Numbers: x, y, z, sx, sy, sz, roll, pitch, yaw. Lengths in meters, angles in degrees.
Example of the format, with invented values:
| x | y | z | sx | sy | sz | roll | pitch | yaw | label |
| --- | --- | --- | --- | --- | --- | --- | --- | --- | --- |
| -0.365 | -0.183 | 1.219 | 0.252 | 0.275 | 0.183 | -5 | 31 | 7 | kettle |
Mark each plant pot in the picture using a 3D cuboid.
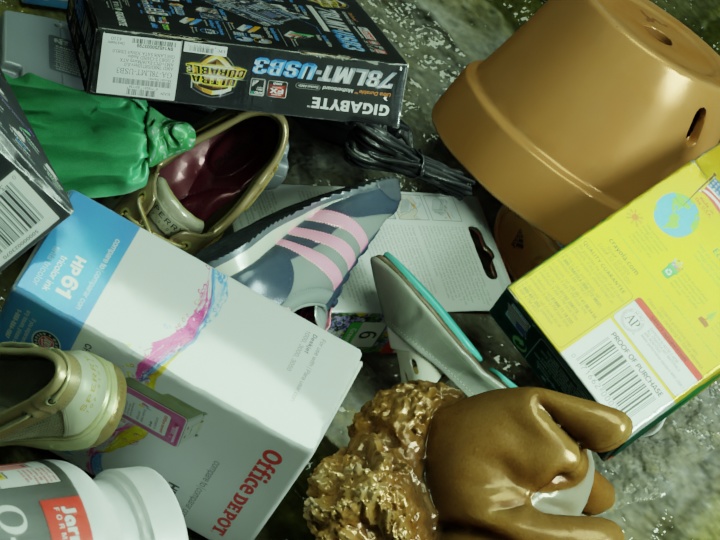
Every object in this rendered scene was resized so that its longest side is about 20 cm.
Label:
| x | y | z | sx | sy | sz | roll | pitch | yaw | label |
| --- | --- | --- | --- | --- | --- | --- | --- | --- | --- |
| 0.169 | -0.111 | 1.933 | 0.200 | 0.140 | 0.200 | 30 | 21 | -13 | plant pot |

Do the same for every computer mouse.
| x | y | z | sx | sy | sz | roll | pitch | yaw | label |
| --- | --- | --- | --- | --- | --- | --- | --- | --- | --- |
| -0.022 | -0.106 | 1.891 | 0.200 | 0.046 | 0.140 | 42 | 13 | 37 | computer mouse |

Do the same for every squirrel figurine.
| x | y | z | sx | sy | sz | roll | pitch | yaw | label |
| --- | --- | --- | --- | --- | --- | --- | --- | --- | --- |
| 0.059 | 0.168 | 1.685 | 0.199 | 0.142 | 0.187 | 18 | 67 | 0 | squirrel figurine |

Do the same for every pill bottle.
| x | y | z | sx | sy | sz | roll | pitch | yaw | label |
| --- | --- | --- | --- | --- | --- | --- | --- | --- | --- |
| -0.204 | 0.167 | 1.551 | 0.199 | 0.116 | 0.116 | -6 | 56 | -32 | pill bottle |

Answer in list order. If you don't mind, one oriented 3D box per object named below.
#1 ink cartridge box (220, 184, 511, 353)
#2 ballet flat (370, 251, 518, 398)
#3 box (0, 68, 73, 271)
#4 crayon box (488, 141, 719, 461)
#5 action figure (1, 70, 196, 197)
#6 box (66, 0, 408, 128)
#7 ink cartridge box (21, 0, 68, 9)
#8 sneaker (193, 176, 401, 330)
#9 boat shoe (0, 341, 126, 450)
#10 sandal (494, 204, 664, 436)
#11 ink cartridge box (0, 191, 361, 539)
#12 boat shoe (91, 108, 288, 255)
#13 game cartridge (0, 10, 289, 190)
| x | y | z | sx | sy | sz | roll | pitch | yaw | label |
| --- | --- | --- | --- | --- | --- | --- | --- | --- | --- |
| 0.000 | 0.000 | 1.857 | 0.199 | 0.050 | 0.109 | 2 | 51 | -29 | ink cartridge box |
| 0.065 | 0.075 | 1.792 | 0.200 | 0.064 | 0.067 | 44 | 0 | -10 | ballet flat |
| -0.264 | -0.075 | 1.622 | 0.106 | 0.122 | 0.200 | 51 | 4 | -35 | box |
| 0.200 | 0.018 | 1.820 | 0.200 | 0.051 | 0.127 | -33 | 79 | -22 | crayon box |
| -0.200 | -0.080 | 1.739 | 0.199 | 0.055 | 0.119 | -1 | 85 | 12 | action figure |
| -0.084 | -0.147 | 1.785 | 0.198 | 0.050 | 0.200 | 8 | 17 | -13 | box |
| -0.144 | -0.253 | 1.971 | 0.199 | 0.085 | 0.145 | 5 | 51 | -24 | ink cartridge box |
| -0.034 | 0.000 | 1.770 | 0.200 | 0.070 | 0.082 | -29 | 99 | -47 | sneaker |
| -0.228 | 0.073 | 1.573 | 0.063 | 0.200 | 0.073 | 34 | 59 | -52 | boat shoe |
| 0.134 | 0.037 | 1.887 | 0.059 | 0.079 | 0.207 | -12 | 51 | -34 | sandal |
| -0.118 | 0.064 | 1.650 | 0.200 | 0.145 | 0.085 | 28 | 54 | -3 | ink cartridge box |
| -0.124 | -0.038 | 1.752 | 0.074 | 0.066 | 0.200 | 45 | 77 | -8 | boat shoe |
| -0.148 | -0.115 | 1.851 | 0.199 | 0.042 | 0.133 | 16 | 18 | -14 | game cartridge |
